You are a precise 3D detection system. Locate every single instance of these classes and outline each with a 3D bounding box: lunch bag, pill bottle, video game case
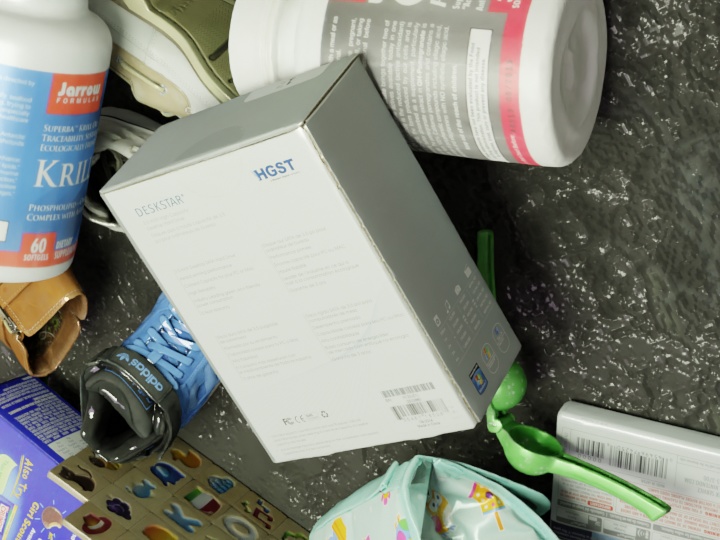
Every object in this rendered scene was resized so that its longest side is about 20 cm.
[{"bbox_3d":[0.063,0.211,1.110,0.201,0.122,0.170,52,152,2],"label":"lunch bag"},{"bbox_3d":[-0.209,-0.104,1.055,0.111,0.112,0.202,19,109,19],"label":"pill bottle"},{"bbox_3d":[0.213,0.185,1.108,0.198,0.023,0.184,12,118,22],"label":"video game case"},{"bbox_3d":[0.031,-0.123,1.003,0.198,0.111,0.112,8,117,23],"label":"pill bottle"}]

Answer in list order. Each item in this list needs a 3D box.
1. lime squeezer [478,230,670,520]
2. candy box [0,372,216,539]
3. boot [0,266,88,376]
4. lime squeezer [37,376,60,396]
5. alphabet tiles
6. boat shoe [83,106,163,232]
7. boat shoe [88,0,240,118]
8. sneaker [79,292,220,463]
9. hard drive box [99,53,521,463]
[{"bbox_3d":[0.103,0.077,1.075,0.201,0.038,0.071,59,138,11],"label":"lime squeezer"},{"bbox_3d":[-0.211,0.200,1.245,0.199,0.077,0.170,37,115,17],"label":"candy box"},{"bbox_3d":[-0.234,-0.037,1.171,0.156,0.076,0.201,53,140,27],"label":"boot"},{"bbox_3d":[-0.205,0.118,1.289,0.070,0.038,0.201,-33,85,24],"label":"lime squeezer"},{"bbox_3d":[-0.108,0.177,1.189,0.199,0.166,0.006,35,113,9],"label":"alphabet tiles"},{"bbox_3d":[-0.156,-0.057,1.131,0.199,0.065,0.073,18,118,46],"label":"boat shoe"},{"bbox_3d":[-0.106,-0.133,1.103,0.200,0.075,0.069,43,135,9],"label":"boat shoe"},{"bbox_3d":[-0.120,0.051,1.168,0.077,0.111,0.200,41,125,5],"label":"sneaker"},{"bbox_3d":[-0.026,0.000,1.000,0.155,0.077,0.201,-14,117,37],"label":"hard drive box"}]
